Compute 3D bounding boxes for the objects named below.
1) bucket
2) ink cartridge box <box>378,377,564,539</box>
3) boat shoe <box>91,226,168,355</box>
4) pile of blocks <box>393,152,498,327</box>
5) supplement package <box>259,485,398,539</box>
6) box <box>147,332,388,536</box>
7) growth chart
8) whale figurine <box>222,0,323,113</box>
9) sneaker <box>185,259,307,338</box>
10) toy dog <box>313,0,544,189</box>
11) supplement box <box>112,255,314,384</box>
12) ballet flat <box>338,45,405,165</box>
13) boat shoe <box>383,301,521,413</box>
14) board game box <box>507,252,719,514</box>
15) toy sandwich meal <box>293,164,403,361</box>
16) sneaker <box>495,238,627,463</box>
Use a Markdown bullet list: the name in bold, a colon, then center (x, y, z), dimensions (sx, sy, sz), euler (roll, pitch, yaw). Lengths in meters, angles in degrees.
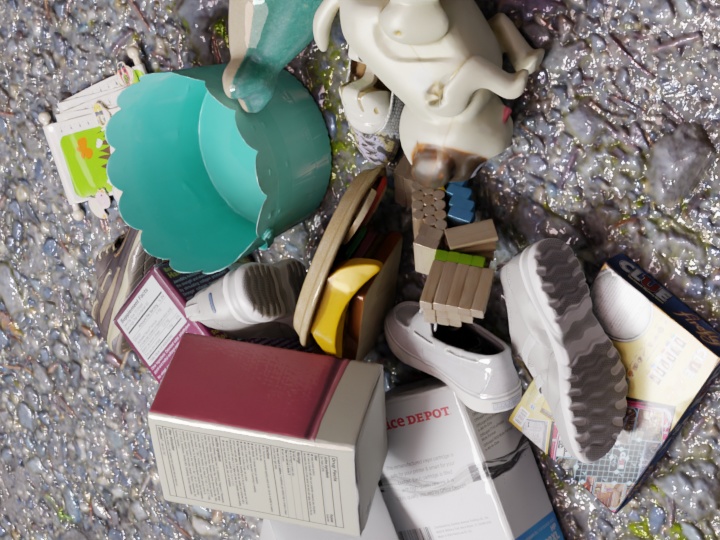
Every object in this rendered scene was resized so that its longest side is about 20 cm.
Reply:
- **bucket**: center (-0.136, -0.108, 1.711), dimensions (0.206, 0.134, 0.209), euler (13, 113, 34)
- **ink cartridge box**: center (0.093, 0.204, 1.679), dimensions (0.144, 0.083, 0.202), euler (-18, 94, 41)
- **boat shoe**: center (-0.254, -0.002, 1.879), dimensions (0.073, 0.074, 0.201), euler (35, 123, 22)
- **pile of blocks**: center (0.082, -0.028, 1.601), dimensions (0.062, 0.081, 0.201), euler (83, 177, -57)
- **supplement package**: center (-0.032, 0.305, 1.721), dimensions (0.200, 0.116, 0.118), euler (105, 148, -62)
- **box**: center (-0.082, 0.150, 1.610), dimensions (0.198, 0.109, 0.129), euler (9, 136, 12)
- **growth chart**: center (-0.272, -0.140, 1.881), dimensions (0.199, 0.018, 0.146), euler (-24, 91, 41)
- **whale figurine**: center (-0.064, -0.242, 1.591), dimensions (0.103, 0.159, 0.202), euler (14, 83, 15)
- **sneaker**: center (-0.102, 0.030, 1.690), dimensions (0.081, 0.200, 0.075), euler (-15, 76, 19)
- **toy dog**: center (0.065, -0.171, 1.525), dimensions (0.192, 0.140, 0.201), euler (-15, 115, 13)
- **supplement box**: center (-0.136, 0.083, 1.781), dimensions (0.200, 0.131, 0.103), euler (52, 129, 11)
- **ballet flat**: center (0.009, -0.189, 1.615), dimensions (0.072, 0.072, 0.202), euler (22, 118, 30)
- **boat shoe**: center (0.081, 0.063, 1.610), dimensions (0.200, 0.071, 0.069), euler (-135, 34, -57)
- **board game box**: center (0.232, 0.104, 1.569), dimensions (0.135, 0.035, 0.201), euler (41, 126, 19)
- **toy sandwich meal**: center (0.000, 0.000, 1.628), dimensions (0.070, 0.205, 0.206), euler (24, 121, 6)
- **sneaker**: center (0.177, 0.072, 1.545), dimensions (0.082, 0.074, 0.202), euler (-14, 91, 56)
